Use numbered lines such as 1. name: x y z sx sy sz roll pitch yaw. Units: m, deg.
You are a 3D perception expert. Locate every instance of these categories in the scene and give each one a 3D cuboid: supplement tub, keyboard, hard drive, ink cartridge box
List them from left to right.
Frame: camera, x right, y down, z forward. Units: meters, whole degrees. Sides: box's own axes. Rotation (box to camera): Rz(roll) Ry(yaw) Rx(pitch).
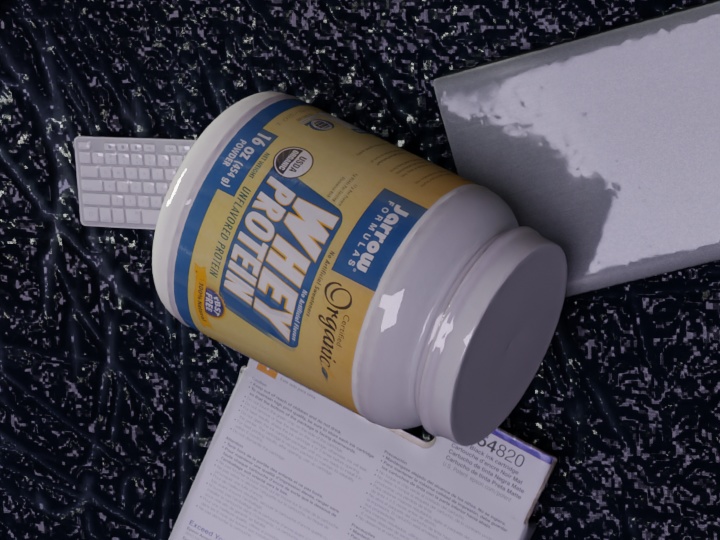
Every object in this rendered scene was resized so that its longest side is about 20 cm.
1. keyboard: -0.077 -0.050 1.746 0.199 0.011 0.057 3 102 19
2. ink cartridge box: -0.002 0.146 1.745 0.199 0.041 0.201 29 110 11
3. supplement tub: 0.000 0.000 1.633 0.199 0.144 0.145 26 109 23
4. hard drive: 0.154 -0.067 1.651 0.199 0.033 0.140 -14 97 21
